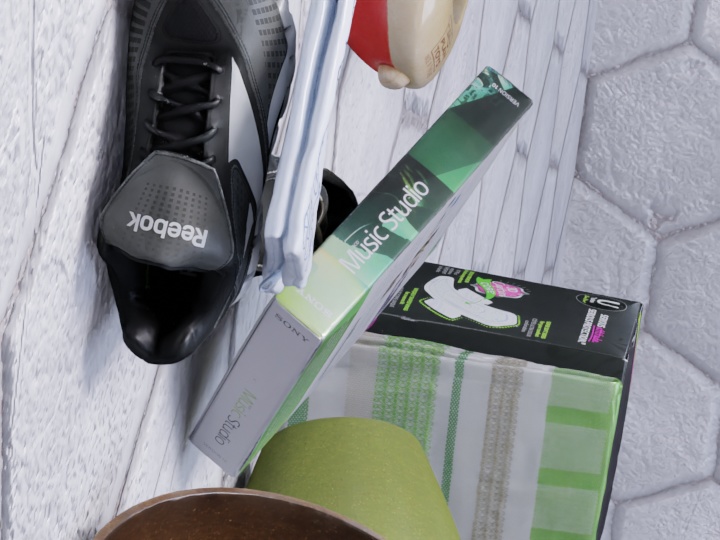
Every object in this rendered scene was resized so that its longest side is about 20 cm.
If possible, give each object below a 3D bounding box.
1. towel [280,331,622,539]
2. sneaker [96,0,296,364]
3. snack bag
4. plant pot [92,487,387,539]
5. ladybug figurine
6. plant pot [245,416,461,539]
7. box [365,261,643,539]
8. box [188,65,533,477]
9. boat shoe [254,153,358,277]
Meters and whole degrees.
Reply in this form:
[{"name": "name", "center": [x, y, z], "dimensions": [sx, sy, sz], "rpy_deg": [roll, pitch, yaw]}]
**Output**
[{"name": "towel", "center": [0.048, 0.113, 1.624], "dimensions": [0.031, 0.199, 0.150], "rpy_deg": [-68, 166, -69]}, {"name": "sneaker", "center": [-0.068, -0.045, 1.100], "dimensions": [0.091, 0.066, 0.201], "rpy_deg": [-72, 171, -55]}, {"name": "snack bag", "center": [-0.016, -0.083, 1.171], "dimensions": [0.200, 0.021, 0.189], "rpy_deg": [109, -8, -81]}, {"name": "plant pot", "center": [-0.062, 0.231, 1.199], "dimensions": [0.187, 0.186, 0.200], "rpy_deg": [-67, 180, -57]}, {"name": "ladybug figurine", "center": [0.029, -0.196, 1.554], "dimensions": [0.136, 0.072, 0.201], "rpy_deg": [81, 21, -64]}, {"name": "plant pot", "center": [-0.010, 0.190, 1.508], "dimensions": [0.187, 0.186, 0.201], "rpy_deg": [85, 2, -61]}, {"name": "box", "center": [0.063, 0.085, 1.690], "dimensions": [0.124, 0.199, 0.149], "rpy_deg": [-55, 154, -70]}, {"name": "box", "center": [0.000, 0.000, 1.370], "dimensions": [0.200, 0.036, 0.144], "rpy_deg": [-50, 175, -38]}, {"name": "boat shoe", "center": [-0.041, -0.029, 1.335], "dimensions": [0.200, 0.056, 0.069], "rpy_deg": [-28, 128, -80]}]
